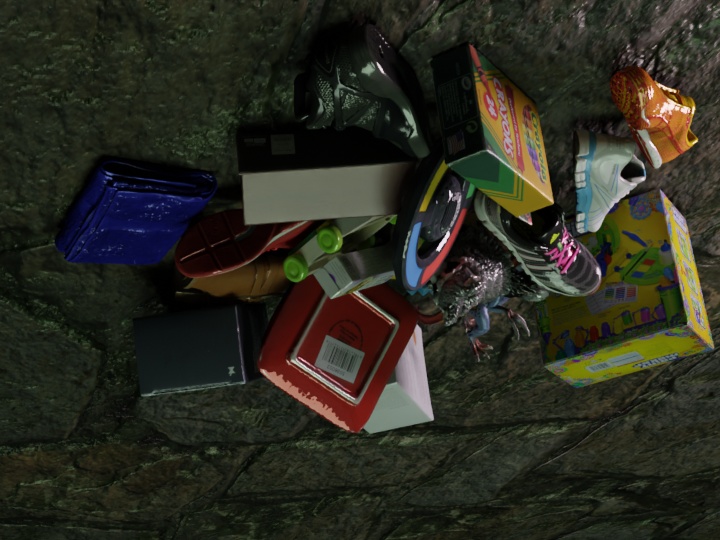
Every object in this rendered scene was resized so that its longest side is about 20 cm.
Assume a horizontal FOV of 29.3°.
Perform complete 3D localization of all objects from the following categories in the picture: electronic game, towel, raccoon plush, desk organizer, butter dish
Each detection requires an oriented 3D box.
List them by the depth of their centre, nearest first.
[{"bbox_3d":[-0.038,-0.107,1.544,0.197,0.072,0.078,-4,133,-6],"label":"desk organizer"},{"bbox_3d":[0.090,-0.071,1.568,0.041,0.202,0.200,23,163,18],"label":"electronic game"},{"bbox_3d":[-0.270,-0.060,1.643,0.146,0.050,0.200,7,152,-27],"label":"towel"},{"bbox_3d":[0.167,0.017,1.699,0.197,0.134,0.098,7,119,-16],"label":"raccoon plush"},{"bbox_3d":[-0.055,0.088,1.881,0.199,0.201,0.147,36,165,-30],"label":"butter dish"}]

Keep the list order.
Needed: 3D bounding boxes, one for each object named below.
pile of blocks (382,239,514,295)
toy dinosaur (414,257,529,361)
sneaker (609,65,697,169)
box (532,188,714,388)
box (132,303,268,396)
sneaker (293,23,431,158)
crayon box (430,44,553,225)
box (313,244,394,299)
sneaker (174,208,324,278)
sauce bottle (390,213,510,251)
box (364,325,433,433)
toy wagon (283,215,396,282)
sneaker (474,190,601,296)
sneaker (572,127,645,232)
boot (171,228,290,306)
[{"bbox_3d":[0.111,-0.007,1.824,0.197,0.083,0.062,-4,156,-5],"label":"pile of blocks"},{"bbox_3d":[0.185,0.042,1.957,0.197,0.106,0.183,8,134,-4],"label":"toy dinosaur"},{"bbox_3d":[0.328,-0.184,1.533,0.077,0.073,0.200,-34,155,10],"label":"sneaker"},{"bbox_3d":[0.338,0.026,1.823,0.198,0.195,0.122,-18,154,25],"label":"box"},{"bbox_3d":[-0.209,0.105,1.873,0.146,0.106,0.200,-7,178,6],"label":"box"},{"bbox_3d":[0.001,-0.174,1.437,0.113,0.077,0.199,-15,152,22],"label":"sneaker"},{"bbox_3d":[0.150,-0.142,1.483,0.050,0.129,0.199,-19,154,26],"label":"crayon box"},{"bbox_3d":[0.000,0.000,1.719,0.039,0.042,0.200,-36,174,19],"label":"box"},{"bbox_3d":[-0.123,-0.033,1.668,0.198,0.079,0.116,-24,159,-2],"label":"sneaker"},{"bbox_3d":[0.140,-0.043,1.776,0.197,0.066,0.065,-4,156,-9],"label":"sauce bottle"},{"bbox_3d":[0.024,0.135,2.027,0.105,0.154,0.200,-13,155,13],"label":"box"},{"bbox_3d":[-0.004,-0.053,1.671,0.200,0.040,0.155,-39,171,38],"label":"toy wagon"},{"bbox_3d":[0.228,-0.036,1.693,0.200,0.074,0.087,42,168,-15],"label":"sneaker"},{"bbox_3d":[0.299,-0.102,1.660,0.085,0.076,0.200,-1,158,9],"label":"sneaker"},{"bbox_3d":[-0.157,-0.006,1.773,0.152,0.075,0.200,0,166,-14],"label":"boot"}]
